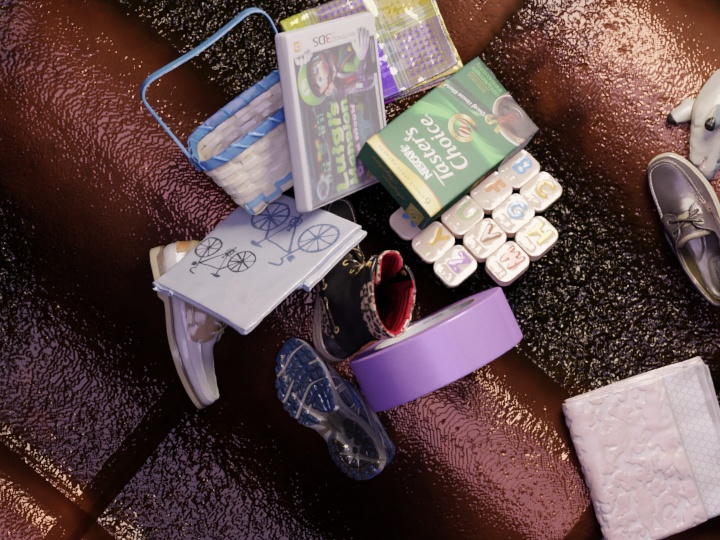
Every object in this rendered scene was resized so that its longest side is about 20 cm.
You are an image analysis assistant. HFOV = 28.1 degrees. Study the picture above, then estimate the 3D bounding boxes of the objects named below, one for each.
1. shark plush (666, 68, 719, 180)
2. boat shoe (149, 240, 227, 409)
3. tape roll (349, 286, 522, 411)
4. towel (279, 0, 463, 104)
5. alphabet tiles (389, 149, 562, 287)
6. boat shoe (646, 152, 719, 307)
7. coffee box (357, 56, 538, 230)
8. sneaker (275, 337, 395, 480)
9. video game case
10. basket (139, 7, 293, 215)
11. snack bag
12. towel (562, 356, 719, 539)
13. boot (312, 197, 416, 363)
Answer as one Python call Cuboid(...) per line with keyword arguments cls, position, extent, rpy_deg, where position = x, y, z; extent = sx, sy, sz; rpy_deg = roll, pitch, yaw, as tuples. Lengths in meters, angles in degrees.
Cuboid(cls="shark plush", position=(0.461, -0.213, 1.780), extent=(0.083, 0.090, 0.201), rpy_deg=(42, 70, -24))
Cuboid(cls="boat shoe", position=(-0.196, 0.063, 1.728), extent=(0.067, 0.075, 0.203), rpy_deg=(-15, 90, 3))
Cuboid(cls="tape roll", position=(0.088, 0.091, 1.678), extent=(0.198, 0.200, 0.066), rpy_deg=(-27, 91, -2))
Cuboid(cls="towel", position=(0.013, -0.275, 1.761), extent=(0.198, 0.023, 0.145), rpy_deg=(-20, 92, -3))
Cuboid(cls="alphabet tiles", position=(0.140, -0.079, 1.732), extent=(0.195, 0.015, 0.200), rpy_deg=(-38, 73, -17))
Cuboid(cls="boat shoe", position=(0.408, -0.048, 1.752), extent=(0.071, 0.065, 0.202), rpy_deg=(-24, 94, 26))
Cuboid(cls="coffee box", position=(0.106, -0.153, 1.712), extent=(0.199, 0.044, 0.123), rpy_deg=(-37, 84, -26))
Cuboid(cls="sneaker", position=(-0.029, 0.167, 1.743), extent=(0.077, 0.085, 0.201), rpy_deg=(-43, 71, 22))
Cuboid(cls="video game case", position=(-0.028, -0.187, 1.673), extent=(0.023, 0.181, 0.203), rpy_deg=(4, 108, 34))
Cuboid(cls="basket", position=(-0.141, -0.181, 1.686), extent=(0.175, 0.139, 0.201), rpy_deg=(-33, 120, -2))
Cuboid(cls="snack bag", position=(-0.119, -0.011, 1.665), extent=(0.200, 0.187, 0.022), rpy_deg=(-44, 133, -24))
Cuboid(cls="towel", position=(0.366, 0.229, 1.778), extent=(0.189, 0.032, 0.203), rpy_deg=(-18, 91, -2))
Cuboid(cls="boot", position=(0.000, 0.000, 1.685), extent=(0.072, 0.150, 0.203), rpy_deg=(9, 75, -29))
